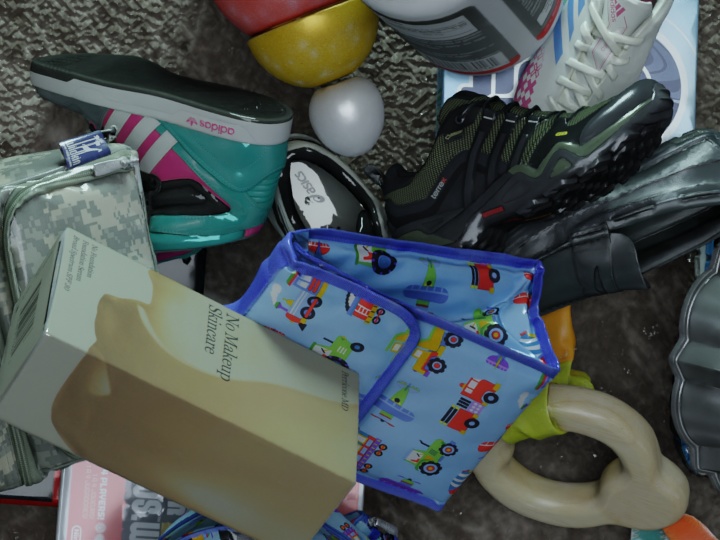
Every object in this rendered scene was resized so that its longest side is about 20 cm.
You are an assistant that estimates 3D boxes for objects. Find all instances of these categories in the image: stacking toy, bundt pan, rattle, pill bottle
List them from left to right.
[{"bbox_3d":[-0.037,-0.167,1.474,0.145,0.146,0.202,-18,96,-3],"label":"stacking toy"},{"bbox_3d":[0.048,-0.195,1.395,0.113,0.200,0.115,-3,79,17],"label":"pill bottle"},{"bbox_3d":[0.165,0.110,1.536,0.199,0.143,0.131,27,121,-18],"label":"rattle"},{"bbox_3d":[0.295,0.060,1.476,0.200,0.076,0.204,-6,101,-32],"label":"bundt pan"}]

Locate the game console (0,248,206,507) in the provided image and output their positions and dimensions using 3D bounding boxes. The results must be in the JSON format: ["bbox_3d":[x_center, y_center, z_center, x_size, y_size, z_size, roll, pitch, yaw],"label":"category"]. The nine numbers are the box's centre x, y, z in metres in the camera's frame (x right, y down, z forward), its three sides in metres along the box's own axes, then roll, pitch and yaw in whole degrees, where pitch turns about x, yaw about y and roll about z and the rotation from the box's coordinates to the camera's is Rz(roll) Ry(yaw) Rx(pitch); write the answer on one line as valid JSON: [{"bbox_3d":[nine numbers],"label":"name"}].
[{"bbox_3d":[-0.193,0.054,1.519,0.175,0.031,0.202,4,90,-9],"label":"game console"}]

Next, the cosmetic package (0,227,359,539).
[{"bbox_3d":[-0.101,0.070,1.315,0.199,0.106,0.071,26,123,-19],"label":"cosmetic package"}]

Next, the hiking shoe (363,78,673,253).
[{"bbox_3d":[0.094,-0.077,1.427,0.199,0.076,0.101,-30,74,15],"label":"hiking shoe"}]

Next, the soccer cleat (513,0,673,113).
[{"bbox_3d":[0.147,-0.138,1.463,0.069,0.086,0.202,22,89,-3],"label":"soccer cleat"}]

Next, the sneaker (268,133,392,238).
[{"bbox_3d":[0.000,0.000,1.499,0.076,0.088,0.200,-40,93,-5],"label":"sneaker"}]

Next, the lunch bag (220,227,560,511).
[{"bbox_3d":[-0.005,0.047,1.406,0.198,0.151,0.095,16,44,-23],"label":"lunch bag"}]

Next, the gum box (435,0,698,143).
[{"bbox_3d":[0.135,-0.119,1.528,0.168,0.045,0.202,1,89,-3],"label":"gum box"}]

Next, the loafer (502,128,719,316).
[{"bbox_3d":[0.157,-0.016,1.465,0.199,0.068,0.071,-30,51,3],"label":"loafer"}]

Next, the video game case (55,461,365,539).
[{"bbox_3d":[-0.095,0.133,1.511,0.198,0.017,0.145,5,89,-9],"label":"video game case"}]

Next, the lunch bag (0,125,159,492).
[{"bbox_3d":[-0.200,0.025,1.416,0.166,0.139,0.202,-13,100,-8],"label":"lunch bag"}]

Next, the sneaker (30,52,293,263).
[{"bbox_3d":[-0.132,-0.065,1.483,0.199,0.083,0.122,19,112,32],"label":"sneaker"}]

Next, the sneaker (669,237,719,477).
[{"bbox_3d":[0.258,0.040,1.523,0.086,0.075,0.202,12,89,-9],"label":"sneaker"}]

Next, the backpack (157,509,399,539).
[{"bbox_3d":[-0.054,0.215,1.426,0.182,0.135,0.200,-33,113,26],"label":"backpack"}]
